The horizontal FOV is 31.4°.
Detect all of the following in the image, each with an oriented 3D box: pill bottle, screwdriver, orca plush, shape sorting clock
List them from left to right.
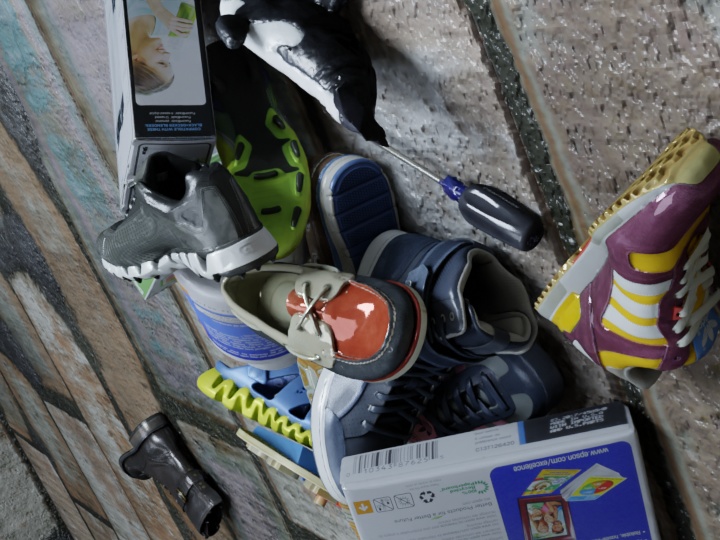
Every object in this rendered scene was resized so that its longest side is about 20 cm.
[{"bbox_3d":[-0.088,0.013,1.076,0.112,0.112,0.200,46,167,21],"label":"pill bottle"},{"bbox_3d":[-0.032,-0.161,0.837,0.071,0.105,0.200,-62,27,20],"label":"orca plush"},{"bbox_3d":[-0.031,0.204,1.214,0.200,0.039,0.200,28,170,6],"label":"shape sorting clock"},{"bbox_3d":[0.048,-0.068,0.864,0.200,0.029,0.028,40,151,39],"label":"screwdriver"}]

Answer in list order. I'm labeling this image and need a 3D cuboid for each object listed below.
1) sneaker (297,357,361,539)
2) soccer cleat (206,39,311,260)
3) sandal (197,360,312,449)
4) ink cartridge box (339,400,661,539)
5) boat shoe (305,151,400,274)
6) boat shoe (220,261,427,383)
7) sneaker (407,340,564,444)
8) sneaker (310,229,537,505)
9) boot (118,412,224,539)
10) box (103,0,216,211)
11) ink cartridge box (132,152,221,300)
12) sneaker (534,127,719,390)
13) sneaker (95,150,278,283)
[{"bbox_3d":[0.018,0.136,1.054,0.076,0.088,0.200,-3,103,63],"label":"sneaker"},{"bbox_3d":[-0.078,-0.087,0.971,0.084,0.065,0.200,82,170,-60],"label":"soccer cleat"},{"bbox_3d":[-0.057,0.116,1.203,0.200,0.087,0.079,25,172,20],"label":"sandal"},{"bbox_3d":[0.107,0.197,0.888,0.047,0.198,0.200,-90,-15,-59],"label":"ink cartridge box"},{"bbox_3d":[0.000,0.000,0.985,0.072,0.072,0.200,28,133,54],"label":"boat shoe"},{"bbox_3d":[-0.028,0.028,0.871,0.063,0.071,0.200,21,177,-32],"label":"boat shoe"},{"bbox_3d":[0.075,0.101,0.939,0.070,0.082,0.200,57,155,3],"label":"sneaker"},{"bbox_3d":[0.042,0.072,0.877,0.146,0.077,0.202,7,83,55],"label":"sneaker"},{"bbox_3d":[-0.261,0.305,1.803,0.174,0.069,0.200,51,152,15],"label":"boot"},{"bbox_3d":[-0.155,-0.157,0.970,0.117,0.060,0.200,120,145,-61],"label":"box"},{"bbox_3d":[-0.167,-0.032,1.195,0.059,0.104,0.200,55,155,5],"label":"ink cartridge box"},{"bbox_3d":[0.165,0.000,0.685,0.090,0.075,0.200,43,159,10],"label":"sneaker"},{"bbox_3d":[-0.136,-0.042,0.912,0.200,0.066,0.091,0,116,52],"label":"sneaker"}]
